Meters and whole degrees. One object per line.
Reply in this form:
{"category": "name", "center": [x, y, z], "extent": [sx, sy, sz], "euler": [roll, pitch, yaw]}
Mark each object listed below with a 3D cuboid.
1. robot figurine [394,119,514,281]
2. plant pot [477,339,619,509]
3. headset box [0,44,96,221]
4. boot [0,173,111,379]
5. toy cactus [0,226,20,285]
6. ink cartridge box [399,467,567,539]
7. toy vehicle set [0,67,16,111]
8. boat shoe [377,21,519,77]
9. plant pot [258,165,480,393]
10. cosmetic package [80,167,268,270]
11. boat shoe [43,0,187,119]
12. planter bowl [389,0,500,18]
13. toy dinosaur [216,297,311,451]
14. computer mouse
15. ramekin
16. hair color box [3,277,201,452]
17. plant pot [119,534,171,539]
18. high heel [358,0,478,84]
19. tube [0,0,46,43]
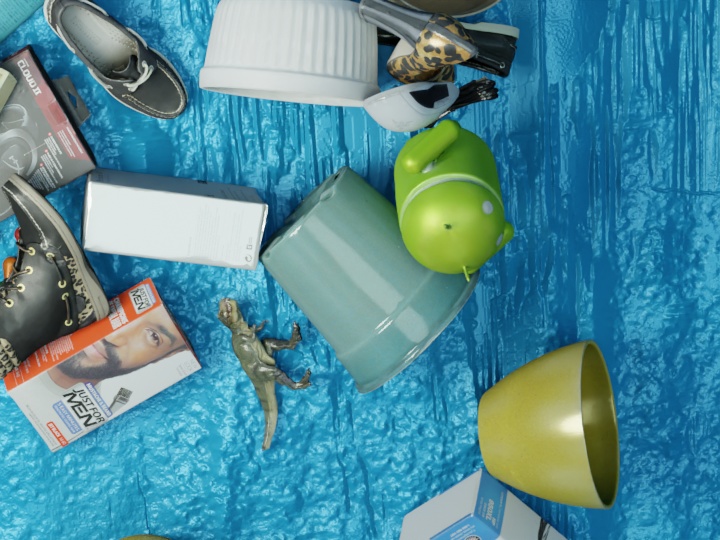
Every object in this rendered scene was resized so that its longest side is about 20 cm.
{"category": "robot figurine", "center": [0.096, -0.078, 1.605], "extent": [0.115, 0.201, 0.176], "euler": [-21, 126, 13]}
{"category": "plant pot", "center": [0.223, 0.191, 1.782], "extent": [0.141, 0.200, 0.202], "euler": [-7, 107, 21]}
{"category": "headset box", "center": [-0.395, -0.143, 1.619], "extent": [0.199, 0.077, 0.150], "euler": [-31, 107, -4]}
{"category": "boot", "center": [-0.371, 0.011, 1.587], "extent": [0.150, 0.073, 0.201], "euler": [-36, 130, -16]}
{"category": "toy cactus", "center": [-0.438, 0.048, 1.657], "extent": [0.199, 0.102, 0.166], "euler": [-29, 118, -14]}
{"category": "ink cartridge box", "center": [0.165, 0.359, 1.818], "extent": [0.200, 0.085, 0.144], "euler": [40, 126, -17]}
{"category": "toy vehicle set", "center": [-0.478, -0.191, 1.555], "extent": [0.199, 0.027, 0.125], "euler": [26, 79, 11]}
{"category": "boat shoe", "center": [0.087, -0.253, 1.692], "extent": [0.197, 0.074, 0.067], "euler": [2, 91, -21]}
{"category": "plant pot", "center": [0.000, 0.000, 1.682], "extent": [0.200, 0.200, 0.196], "euler": [-45, 100, 2]}
{"category": "cosmetic package", "center": [-0.214, -0.059, 1.659], "extent": [0.198, 0.113, 0.082], "euler": [8, 101, -15]}
{"category": "boat shoe", "center": [-0.263, -0.233, 1.619], "extent": [0.074, 0.060, 0.200], "euler": [-44, 120, 0]}
{"category": "planter bowl", "center": [0.074, -0.372, 1.621], "extent": [0.198, 0.135, 0.203], "euler": [-1, 93, -18]}
{"category": "toy dinosaur", "center": [-0.106, 0.112, 1.756], "extent": [0.087, 0.048, 0.202], "euler": [-15, 107, 8]}
{"category": "computer mouse", "center": [0.070, -0.175, 1.598], "extent": [0.109, 0.199, 0.044], "euler": [-16, 90, 32]}
{"category": "ramekin", "center": [-0.073, -0.241, 1.604], "extent": [0.198, 0.200, 0.106], "euler": [4, 93, -12]}
{"category": "hair color box", "center": [-0.297, 0.109, 1.690], "extent": [0.199, 0.064, 0.111], "euler": [-31, 129, -4]}
{"category": "plant pot", "center": [-0.257, 0.392, 1.733], "extent": [0.198, 0.142, 0.202], "euler": [-3, 104, -11]}
{"category": "high heel", "center": [0.093, -0.220, 1.570], "extent": [0.072, 0.142, 0.200], "euler": [-60, 147, -2]}
{"category": "tube", "center": [-0.381, -0.298, 1.603], "extent": [0.199, 0.050, 0.078], "euler": [-37, 108, 3]}
